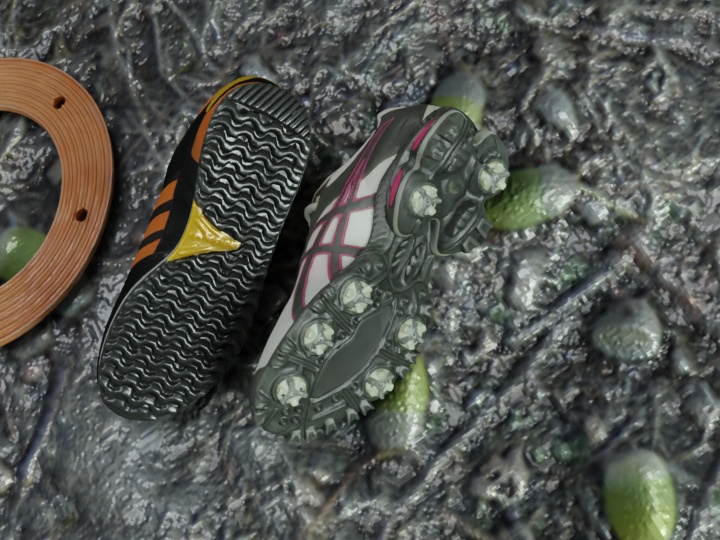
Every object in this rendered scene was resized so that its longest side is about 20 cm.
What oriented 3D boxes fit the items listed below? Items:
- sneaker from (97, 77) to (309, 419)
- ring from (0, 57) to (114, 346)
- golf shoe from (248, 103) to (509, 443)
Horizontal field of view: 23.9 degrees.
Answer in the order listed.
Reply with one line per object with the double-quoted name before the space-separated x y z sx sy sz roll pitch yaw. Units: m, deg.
"sneaker" -0.088 -0.014 0.952 0.201 0.070 0.090 -65 15 9
"ring" -0.238 -0.038 1.053 0.199 0.019 0.202 -8 66 19
"golf shoe" 0.000 0.000 0.917 0.201 0.077 0.088 -55 38 -6
